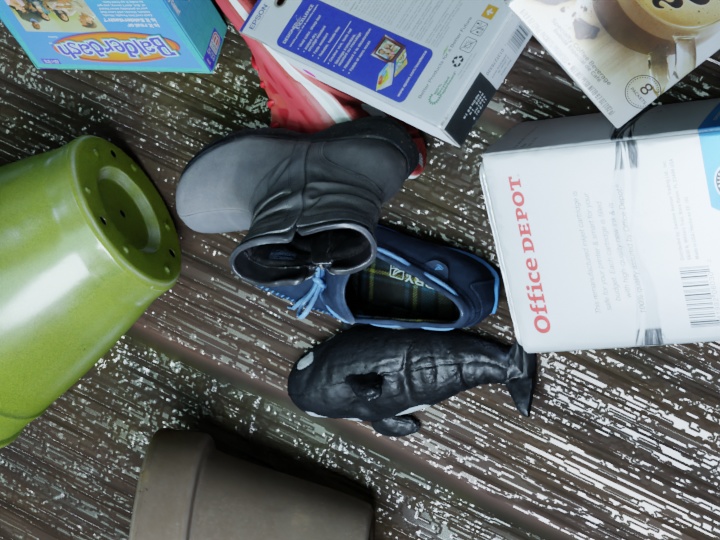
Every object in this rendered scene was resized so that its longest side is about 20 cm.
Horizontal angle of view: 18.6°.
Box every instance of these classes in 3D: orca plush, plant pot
[{"bbox_3d":[0.028,0.090,1.607,0.199,0.071,0.106,9,116,21],"label":"orca plush"},{"bbox_3d":[-0.080,0.226,1.665,0.173,0.201,0.202,5,116,5],"label":"plant pot"},{"bbox_3d":[-0.245,0.000,1.639,0.192,0.200,0.201,-31,97,21],"label":"plant pot"}]

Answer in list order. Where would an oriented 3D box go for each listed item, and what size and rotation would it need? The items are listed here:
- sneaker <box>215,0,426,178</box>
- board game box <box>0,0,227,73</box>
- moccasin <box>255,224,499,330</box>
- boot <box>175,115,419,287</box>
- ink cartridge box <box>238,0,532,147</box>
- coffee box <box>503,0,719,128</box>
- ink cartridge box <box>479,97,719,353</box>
[{"bbox_3d":[-0.057,-0.114,1.553,0.115,0.078,0.200,-40,91,32],"label":"sneaker"},{"bbox_3d":[-0.200,-0.212,1.529,0.151,0.045,0.200,4,151,23],"label":"board game box"},{"bbox_3d":[0.000,0.000,1.579,0.199,0.068,0.081,5,108,24],"label":"moccasin"},{"bbox_3d":[-0.064,-0.039,1.488,0.199,0.132,0.070,-15,120,33],"label":"boot"},{"bbox_3d":[0.015,-0.159,1.441,0.199,0.037,0.095,29,84,38],"label":"ink cartridge box"},{"bbox_3d":[0.199,-0.200,1.354,0.200,0.080,0.113,-39,108,21],"label":"coffee box"},{"bbox_3d":[0.196,-0.031,1.464,0.199,0.086,0.148,-4,110,28],"label":"ink cartridge box"}]
